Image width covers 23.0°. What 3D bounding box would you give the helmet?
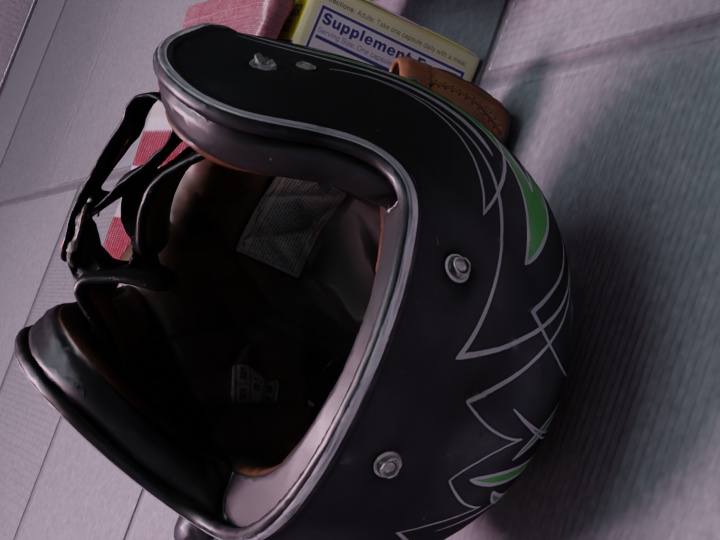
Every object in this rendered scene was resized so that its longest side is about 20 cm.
[{"bbox_3d":[-0.012,0.015,0.670,0.200,0.190,0.200,-55,-10,-15],"label":"helmet"}]

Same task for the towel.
[{"bbox_3d":[-0.093,-0.049,0.922,0.144,0.023,0.201,9,79,69],"label":"towel"}]

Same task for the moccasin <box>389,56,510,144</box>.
[{"bbox_3d":[0.000,0.000,0.817,0.202,0.077,0.074,-66,19,3],"label":"moccasin"}]

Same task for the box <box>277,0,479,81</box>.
[{"bbox_3d":[-0.043,-0.048,0.961,0.201,0.096,0.176,-66,19,1],"label":"box"}]

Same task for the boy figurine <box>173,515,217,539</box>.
[{"bbox_3d":[-0.049,0.168,0.788,0.125,0.064,0.200,-64,16,3],"label":"boy figurine"}]
